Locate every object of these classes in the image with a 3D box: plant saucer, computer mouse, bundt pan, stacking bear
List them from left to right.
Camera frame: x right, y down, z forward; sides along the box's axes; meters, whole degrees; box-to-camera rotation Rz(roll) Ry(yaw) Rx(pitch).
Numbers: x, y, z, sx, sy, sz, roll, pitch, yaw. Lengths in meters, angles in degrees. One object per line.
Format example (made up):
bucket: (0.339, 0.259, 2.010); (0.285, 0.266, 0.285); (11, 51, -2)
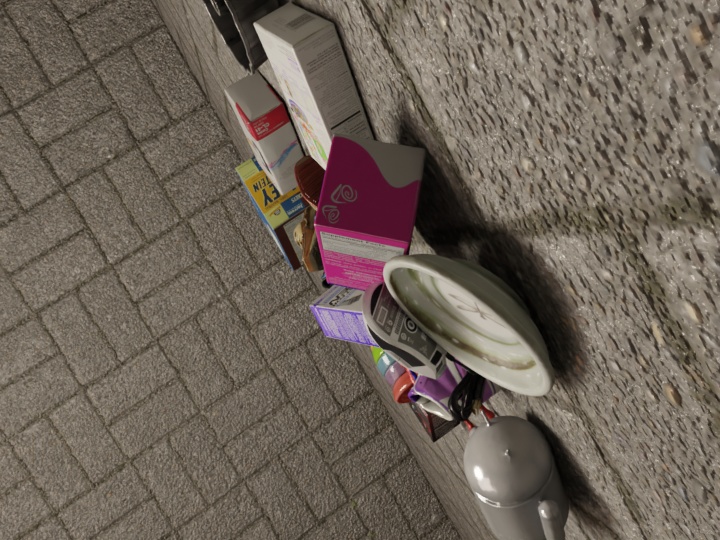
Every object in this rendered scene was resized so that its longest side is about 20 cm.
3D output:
bundt pan: (-0.167, -0.376, 0.790); (0.205, 0.075, 0.202); (56, 171, 13)
stacking bear: (0.065, 0.114, 1.028); (0.203, 0.112, 0.122); (62, -174, 27)
computer mouse: (0.072, 0.087, 0.694); (0.198, 0.111, 0.044); (38, 142, -16)
plant saucer: (0.112, 0.042, 0.583); (0.198, 0.051, 0.201); (37, 165, 11)

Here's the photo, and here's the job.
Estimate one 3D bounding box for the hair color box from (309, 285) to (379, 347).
hair color box: (0.022, 0.048, 0.839); (0.198, 0.109, 0.066); (2, 126, 56)

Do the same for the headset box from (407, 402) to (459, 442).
headset box: (0.126, 0.232, 1.170); (0.150, 0.074, 0.202); (54, 170, 31)

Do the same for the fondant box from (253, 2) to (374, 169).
fondant box: (-0.049, -0.212, 0.734); (0.145, 0.057, 0.203); (49, 166, 49)

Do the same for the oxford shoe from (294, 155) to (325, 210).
oxford shoe: (-0.055, -0.121, 1.050); (0.202, 0.069, 0.075); (56, 177, 27)

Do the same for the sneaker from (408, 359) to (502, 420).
sneaker: (0.098, 0.122, 0.837); (0.201, 0.113, 0.074); (51, 171, 48)

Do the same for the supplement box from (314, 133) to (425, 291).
supplement box: (0.012, -0.052, 0.661); (0.201, 0.100, 0.104); (92, -171, -72)

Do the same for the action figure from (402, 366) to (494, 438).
action figure: (0.119, 0.170, 0.902); (0.200, 0.066, 0.052); (46, -155, 2)

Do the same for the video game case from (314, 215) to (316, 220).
video game case: (0.000, 0.000, 0.965); (0.141, 0.018, 0.206); (-2, 109, 49)

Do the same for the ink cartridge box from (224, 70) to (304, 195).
ink cartridge box: (-0.189, -0.282, 1.221); (0.148, 0.084, 0.202); (52, 168, 38)

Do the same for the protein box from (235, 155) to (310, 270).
protein box: (-0.172, -0.151, 1.398); (0.201, 0.133, 0.201); (55, 171, 26)

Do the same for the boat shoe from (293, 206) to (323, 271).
boat shoe: (-0.091, -0.066, 1.153); (0.202, 0.072, 0.077); (-79, -27, -54)

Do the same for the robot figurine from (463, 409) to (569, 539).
robot figurine: (0.198, 0.268, 0.748); (0.169, 0.112, 0.203); (35, 156, 58)

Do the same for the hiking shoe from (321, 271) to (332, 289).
hiking shoe: (-0.071, 0.002, 1.494); (0.076, 0.085, 0.200); (61, 171, -24)
